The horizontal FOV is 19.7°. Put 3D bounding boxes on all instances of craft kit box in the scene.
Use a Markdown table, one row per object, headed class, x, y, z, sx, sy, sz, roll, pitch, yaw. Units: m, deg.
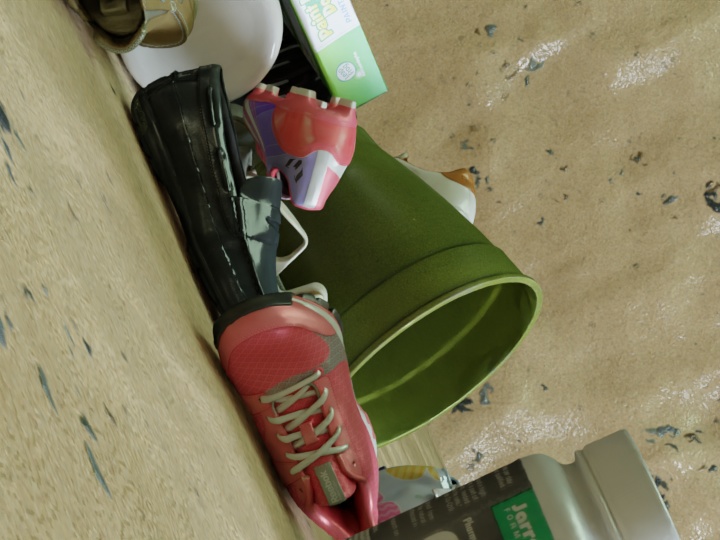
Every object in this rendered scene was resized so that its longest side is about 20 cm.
| class | x | y | z | sx | sy | sz | roll | pitch | yaw |
| --- | --- | --- | --- | --- | --- | --- | --- | --- | --- |
| craft kit box | -0.059 | -0.246 | 1.538 | 0.198 | 0.048 | 0.201 | -115 | 180 | -49 |

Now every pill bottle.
| class | x | y | z | sx | sy | sz | roll | pitch | yaw |
| --- | --- | --- | --- | --- | --- | --- | --- | --- | --- |
| pill bottle | -0.123 | -0.203 | 1.466 | 0.200 | 0.114 | 0.115 | -111 | 175 | -62 |
| pill bottle | 0.081 | 0.174 | 1.178 | 0.113 | 0.199 | 0.114 | -25 | 90 | -87 |

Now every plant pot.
| class | x | y | z | sx | sy | sz | roll | pitch | yaw |
| --- | --- | --- | --- | --- | --- | --- | --- | --- | --- |
| plant pot | 0.000 | 0.000 | 1.545 | 0.193 | 0.200 | 0.201 | 54 | -2 | 23 |

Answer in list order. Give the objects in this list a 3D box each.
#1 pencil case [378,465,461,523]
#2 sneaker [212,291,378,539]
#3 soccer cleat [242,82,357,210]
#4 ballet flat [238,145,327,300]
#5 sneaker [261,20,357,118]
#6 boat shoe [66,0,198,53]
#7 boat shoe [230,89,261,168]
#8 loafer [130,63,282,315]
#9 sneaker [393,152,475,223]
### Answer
| class | x | y | z | sx | sy | sz | roll | pitch | yaw |
| --- | --- | --- | --- | --- | --- | --- | --- | --- | --- |
| pencil case | 0.047 | 0.215 | 1.358 | 0.201 | 0.090 | 0.083 | -110 | 175 | -54 |
| sneaker | -0.025 | 0.091 | 1.218 | 0.201 | 0.073 | 0.087 | 63 | 5 | -47 |
| soccer cleat | -0.046 | -0.082 | 1.387 | 0.200 | 0.066 | 0.077 | -163 | -92 | -77 |
| ballet flat | -0.057 | 0.009 | 1.420 | 0.067 | 0.063 | 0.201 | -101 | 167 | -80 |
| sneaker | -0.028 | -0.141 | 1.656 | 0.201 | 0.075 | 0.116 | -90 | 159 | -46 |
| boat shoe | -0.149 | -0.166 | 1.257 | 0.200 | 0.071 | 0.077 | 41 | 38 | -67 |
| boat shoe | -0.098 | -0.113 | 1.657 | 0.200 | 0.074 | 0.062 | 37 | 38 | -66 |
| loafer | -0.079 | -0.036 | 1.296 | 0.068 | 0.070 | 0.202 | 51 | 15 | -79 |
| sneaker | 0.002 | -0.054 | 1.718 | 0.073 | 0.198 | 0.085 | 73 | 25 | -46 |
